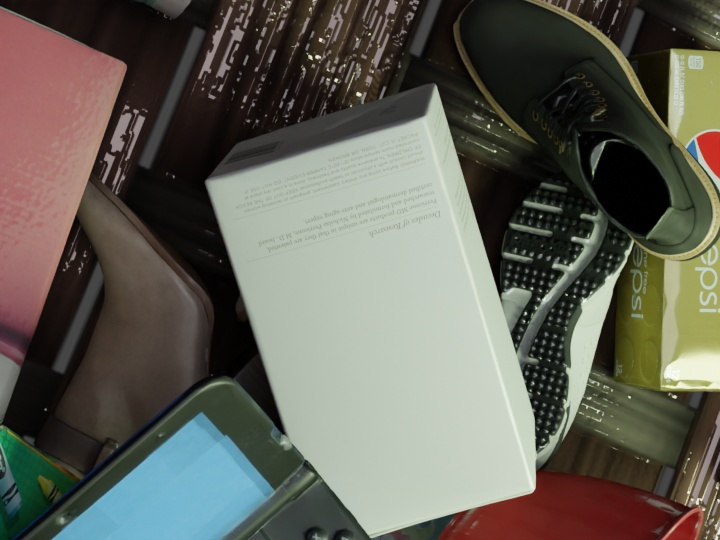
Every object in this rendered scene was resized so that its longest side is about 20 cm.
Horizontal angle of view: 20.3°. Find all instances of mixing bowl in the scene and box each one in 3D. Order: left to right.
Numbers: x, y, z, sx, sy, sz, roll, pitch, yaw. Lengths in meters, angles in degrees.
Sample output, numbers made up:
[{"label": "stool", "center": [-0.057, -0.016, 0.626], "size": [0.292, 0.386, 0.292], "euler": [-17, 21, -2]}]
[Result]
[{"label": "mixing bowl", "center": [0.093, 0.187, 1.120], "size": [0.108, 0.200, 0.201], "euler": [34, 80, 19]}]

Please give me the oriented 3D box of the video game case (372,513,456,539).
[{"label": "video game case", "center": [0.003, 0.202, 1.182], "size": [0.198, 0.017, 0.145], "euler": [12, 87, -17]}]

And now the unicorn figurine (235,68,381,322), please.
[{"label": "unicorn figurine", "center": [0.000, 0.000, 1.157], "size": [0.137, 0.074, 0.200], "euler": [-45, 119, -12]}]

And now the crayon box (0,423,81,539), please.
[{"label": "crayon box", "center": [-0.185, 0.129, 1.014], "size": [0.200, 0.118, 0.059], "euler": [50, 55, -55]}]

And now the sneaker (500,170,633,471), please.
[{"label": "sneaker", "center": [0.109, 0.031, 1.193], "size": [0.073, 0.080, 0.201], "euler": [18, 69, 14]}]

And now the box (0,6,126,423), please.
[{"label": "box", "center": [-0.211, -0.022, 1.032], "size": [0.108, 0.128, 0.202], "euler": [22, 72, -15]}]

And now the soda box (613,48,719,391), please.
[{"label": "soda box", "center": [0.196, -0.029, 1.211], "size": [0.063, 0.068, 0.202], "euler": [1, 91, -18]}]

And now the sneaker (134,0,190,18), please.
[{"label": "sneaker", "center": [-0.095, -0.247, 1.114], "size": [0.079, 0.071, 0.202], "euler": [24, 85, -20]}]

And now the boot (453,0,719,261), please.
[{"label": "boot", "center": [0.119, -0.091, 1.118], "size": [0.200, 0.138, 0.078], "euler": [43, 101, 15]}]

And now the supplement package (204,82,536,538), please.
[{"label": "supplement package", "center": [0.010, 0.021, 1.055], "size": [0.119, 0.121, 0.202], "euler": [-16, 100, 8]}]

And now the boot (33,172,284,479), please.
[{"label": "boot", "center": [-0.132, 0.063, 1.116], "size": [0.146, 0.070, 0.200], "euler": [-44, 90, 0]}]

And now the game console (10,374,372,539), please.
[{"label": "game console", "center": [-0.084, 0.177, 0.953], "size": [0.200, 0.118, 0.171], "euler": [-40, 85, -2]}]
